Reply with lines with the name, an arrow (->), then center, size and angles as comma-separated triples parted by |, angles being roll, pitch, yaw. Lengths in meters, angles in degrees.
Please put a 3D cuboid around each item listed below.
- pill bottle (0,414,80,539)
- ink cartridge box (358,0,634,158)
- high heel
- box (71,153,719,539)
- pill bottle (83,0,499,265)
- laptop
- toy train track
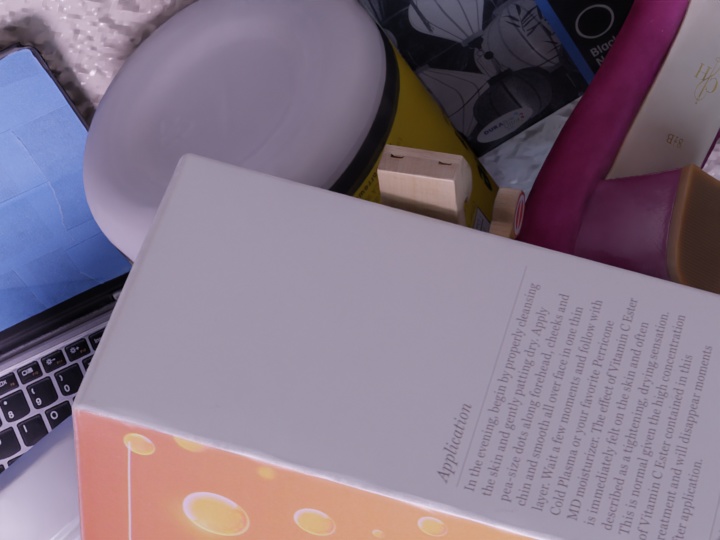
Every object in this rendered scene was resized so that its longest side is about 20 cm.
pill bottle -> -0.050, 0.142, 0.808 | 0.112, 0.112, 0.200 | -39, 94, 18
ink cartridge box -> 0.031, -0.127, 0.780 | 0.099, 0.039, 0.200 | -31, 134, 11
high heel -> 0.099, -0.073, 0.793 | 0.067, 0.201, 0.096 | 23, 161, -35
box -> 0.027, 0.063, 0.700 | 0.199, 0.098, 0.125 | 15, 142, 8
pill bottle -> 0.000, 0.000, 0.836 | 0.112, 0.112, 0.200 | -30, 135, 10
laptop -> -0.144, 0.058, 0.840 | 0.186, 0.201, 0.116 | -25, 173, 5
toy train track -> 0.029, 0.026, 0.764 | 0.114, 0.033, 0.201 | 9, 141, 14
